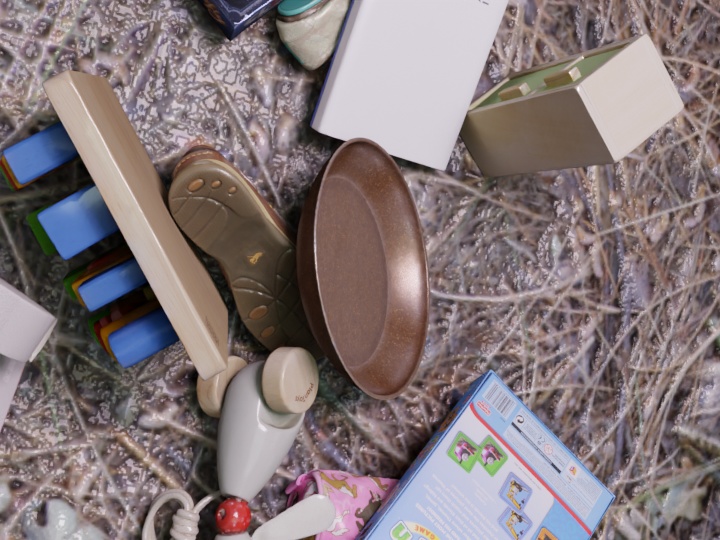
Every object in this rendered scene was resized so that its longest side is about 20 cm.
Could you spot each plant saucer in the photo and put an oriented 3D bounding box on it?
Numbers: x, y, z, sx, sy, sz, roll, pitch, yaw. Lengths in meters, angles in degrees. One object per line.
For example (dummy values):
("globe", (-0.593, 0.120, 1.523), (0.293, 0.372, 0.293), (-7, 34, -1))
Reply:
("plant saucer", (0.000, 0.000, 0.789), (0.200, 0.036, 0.204), (27, 59, -59))

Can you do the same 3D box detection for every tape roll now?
("tape roll", (-0.284, -0.011, 0.635), (0.202, 0.202, 0.037), (37, 79, -18))

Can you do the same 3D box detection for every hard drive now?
("hard drive", (0.049, -0.193, 0.810), (0.130, 0.025, 0.203), (12, 105, -34))

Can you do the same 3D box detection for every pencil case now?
("pencil case", (0.035, 0.213, 0.834), (0.197, 0.087, 0.084), (8, 107, -23))

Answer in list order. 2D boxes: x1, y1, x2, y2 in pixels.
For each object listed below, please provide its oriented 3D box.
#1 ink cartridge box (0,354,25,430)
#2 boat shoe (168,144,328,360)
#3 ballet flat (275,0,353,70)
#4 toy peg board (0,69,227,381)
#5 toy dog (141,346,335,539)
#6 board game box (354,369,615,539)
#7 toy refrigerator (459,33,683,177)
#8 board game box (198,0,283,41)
("ink cartridge box", (-0.304, 0.053, 0.628), (0.176, 0.200, 0.045), (39, 93, -17))
("boat shoe", (-0.077, -0.014, 0.784), (0.071, 0.068, 0.201), (-27, 121, 9))
("ballet flat", (0.016, -0.238, 0.827), (0.199, 0.067, 0.063), (-38, 124, -10))
("toy peg board", (-0.178, -0.020, 0.689), (0.097, 0.199, 0.202), (-28, 102, -2))
("toy dog", (-0.074, 0.154, 0.781), (0.096, 0.131, 0.203), (19, 92, -51))
("board game box", (0.099, 0.203, 0.800), (0.151, 0.037, 0.200), (45, 56, -2))
("toy refrigerator", (0.155, -0.128, 0.805), (0.076, 0.200, 0.071), (-36, 104, -15))
("board game box", (-0.066, -0.294, 0.787), (0.200, 0.035, 0.136), (-41, 95, -15))
